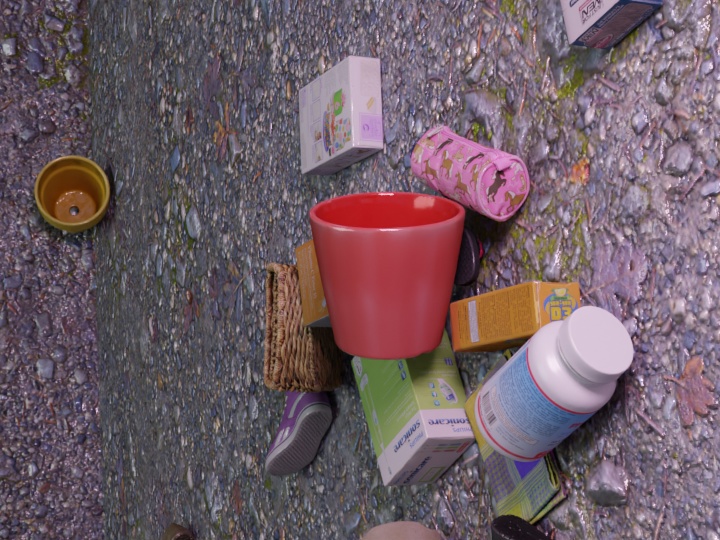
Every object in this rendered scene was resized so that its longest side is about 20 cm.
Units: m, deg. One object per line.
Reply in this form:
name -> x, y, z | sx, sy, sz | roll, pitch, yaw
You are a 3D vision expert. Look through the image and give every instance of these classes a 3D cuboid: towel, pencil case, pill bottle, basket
towel -> 0.187, 0.217, 1.529 | 0.144, 0.023, 0.202 | -54, 42, 48
pencil case -> 0.139, -0.128, 1.581 | 0.083, 0.086, 0.200 | -52, 31, -1
pill bottle -> 0.217, 0.126, 1.374 | 0.200, 0.107, 0.110 | -54, 43, 49
basket -> -0.114, 0.091, 1.954 | 0.147, 0.142, 0.203 | 4, 92, 21

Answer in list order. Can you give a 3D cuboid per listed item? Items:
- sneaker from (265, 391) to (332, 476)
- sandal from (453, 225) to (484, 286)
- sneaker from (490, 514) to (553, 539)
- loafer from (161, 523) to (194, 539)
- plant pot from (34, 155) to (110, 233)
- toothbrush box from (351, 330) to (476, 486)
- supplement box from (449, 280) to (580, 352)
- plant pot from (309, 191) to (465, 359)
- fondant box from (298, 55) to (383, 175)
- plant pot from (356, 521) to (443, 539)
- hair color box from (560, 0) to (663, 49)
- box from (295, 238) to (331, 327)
sneaker -> -0.109, 0.257, 2.086 | 0.201, 0.072, 0.115 | -55, 37, 33
sandal -> 0.134, -0.025, 1.639 | 0.200, 0.044, 0.076 | -142, 62, -75
sneaker -> 0.203, 0.364, 1.451 | 0.199, 0.059, 0.105 | 33, 131, 51
loafer -> -0.412, 0.639, 2.674 | 0.067, 0.075, 0.202 | 48, 121, 55
plant pot -> -0.786, -0.190, 3.364 | 0.189, 0.198, 0.203 | 123, 143, -71
toothbrush box -> 0.071, 0.175, 1.696 | 0.146, 0.085, 0.202 | -56, 40, 47
supplement box -> 0.185, 0.058, 1.492 | 0.200, 0.066, 0.070 | 156, 113, -62
plant pot -> 0.035, 0.007, 1.571 | 0.200, 0.198, 0.180 | -150, 56, -61
fondant box -> -0.034, -0.244, 1.965 | 0.200, 0.058, 0.146 | 162, 108, -63
plant pot -> 0.060, 0.443, 1.616 | 0.185, 0.198, 0.202 | -99, 26, -45
hair color box -> 0.263, -0.359, 1.361 | 0.100, 0.060, 0.203 | -39, 54, 57
box -> 0.000, 0.000, 1.804 | 0.199, 0.097, 0.126 | -27, 66, 50
